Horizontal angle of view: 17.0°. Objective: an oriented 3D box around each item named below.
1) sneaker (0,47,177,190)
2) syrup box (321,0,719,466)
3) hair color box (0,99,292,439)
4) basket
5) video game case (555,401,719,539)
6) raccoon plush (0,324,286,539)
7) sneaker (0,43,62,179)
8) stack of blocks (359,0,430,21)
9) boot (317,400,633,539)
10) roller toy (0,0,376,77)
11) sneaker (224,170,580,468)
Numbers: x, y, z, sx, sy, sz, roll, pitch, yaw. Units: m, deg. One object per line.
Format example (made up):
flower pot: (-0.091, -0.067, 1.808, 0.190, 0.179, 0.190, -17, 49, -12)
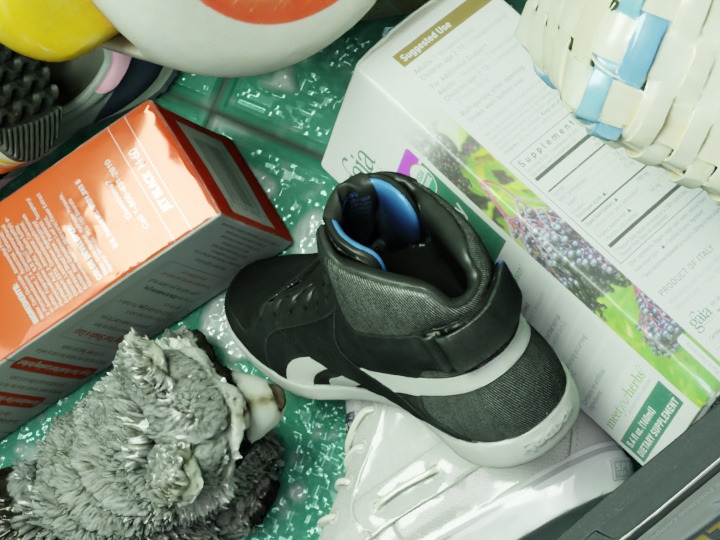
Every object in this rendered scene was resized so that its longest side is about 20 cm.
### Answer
sneaker: (-0.177, -0.068, 1.078, 0.200, 0.082, 0.070, -36, 79, 10)
syrup box: (0.084, -0.020, 0.995, 0.200, 0.079, 0.081, 42, 59, 13)
hair color box: (-0.139, 0.012, 1.048, 0.200, 0.111, 0.064, -35, 77, 9)
basket: (0.170, -0.085, 0.913, 0.199, 0.176, 0.139, 20, 105, -16)
video game case: (0.187, 0.097, 0.932, 0.200, 0.181, 0.026, -41, 43, 8)
raccoon plush: (-0.116, 0.098, 1.022, 0.200, 0.134, 0.097, -39, 79, 8)
sneaker: (-0.210, -0.117, 1.003, 0.090, 0.070, 0.200, -29, 94, 34)
stack of blocks: (0.022, -0.174, 1.048, 0.199, 0.059, 0.116, -7, 84, 14)
boot: (0.012, 0.100, 1.032, 0.200, 0.074, 0.096, -30, 70, 5)
roller toy: (-0.066, -0.171, 0.923, 0.140, 0.200, 0.183, 21, 106, 45)
sneaker: (0.000, 0.000, 0.977, 0.073, 0.112, 0.200, -44, 37, -22)
